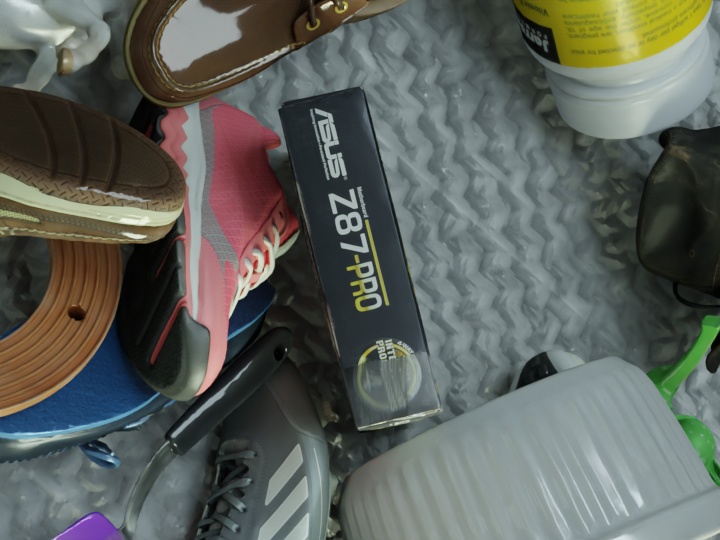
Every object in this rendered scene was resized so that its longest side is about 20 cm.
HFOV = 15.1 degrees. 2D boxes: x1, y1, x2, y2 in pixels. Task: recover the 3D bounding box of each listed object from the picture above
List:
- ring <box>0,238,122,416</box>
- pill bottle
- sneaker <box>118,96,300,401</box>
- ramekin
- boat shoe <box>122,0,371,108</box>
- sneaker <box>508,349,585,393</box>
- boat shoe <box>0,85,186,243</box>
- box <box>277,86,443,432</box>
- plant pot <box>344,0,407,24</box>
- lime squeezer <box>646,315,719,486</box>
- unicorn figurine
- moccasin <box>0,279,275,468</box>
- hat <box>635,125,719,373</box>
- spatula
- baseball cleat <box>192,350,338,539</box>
[{"bbox_3d":[-0.211,-0.010,1.283,0.200,0.019,0.201,12,50,-15],"label":"ring"},{"bbox_3d":[0.135,-0.180,1.513,0.114,0.114,0.200,-50,137,-33],"label":"pill bottle"},{"bbox_3d":[-0.067,-0.018,1.329,0.087,0.074,0.200,15,43,-20],"label":"sneaker"},{"bbox_3d":[0.082,0.124,1.395,0.200,0.200,0.105,-18,79,-37],"label":"ramekin"},{"bbox_3d":[-0.031,-0.150,1.344,0.200,0.068,0.072,-36,106,-24],"label":"boat shoe"},{"bbox_3d":[0.146,0.134,1.518,0.081,0.075,0.200,-30,95,-56],"label":"sneaker"},{"bbox_3d":[-0.183,-0.043,1.262,0.202,0.075,0.075,17,35,0],"label":"boat shoe"},{"bbox_3d":[0.000,0.000,1.368,0.049,0.200,0.162,-11,85,0],"label":"box"},{"bbox_3d":[-0.046,-0.221,1.451,0.200,0.093,0.202,11,71,-33],"label":"plant pot"},{"bbox_3d":[0.199,0.089,1.566,0.038,0.070,0.200,-69,148,-41],"label":"lime squeezer"},{"bbox_3d":[-0.170,-0.120,1.333,0.200,0.074,0.138,23,32,-17],"label":"unicorn figurine"},{"bbox_3d":[-0.119,0.056,1.334,0.200,0.068,0.081,-21,62,-41],"label":"moccasin"},{"bbox_3d":[0.202,-0.043,1.556,0.081,0.201,0.201,20,62,6],"label":"hat"},{"bbox_3d":[-0.099,0.100,1.337,0.200,0.021,0.057,-50,137,-21],"label":"spatula"},{"bbox_3d":[-0.061,0.137,1.361,0.106,0.070,0.201,0,77,-35],"label":"baseball cleat"}]
